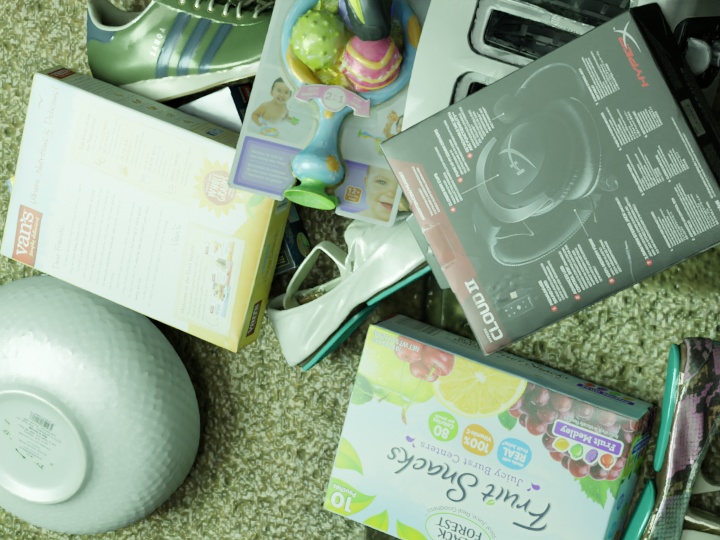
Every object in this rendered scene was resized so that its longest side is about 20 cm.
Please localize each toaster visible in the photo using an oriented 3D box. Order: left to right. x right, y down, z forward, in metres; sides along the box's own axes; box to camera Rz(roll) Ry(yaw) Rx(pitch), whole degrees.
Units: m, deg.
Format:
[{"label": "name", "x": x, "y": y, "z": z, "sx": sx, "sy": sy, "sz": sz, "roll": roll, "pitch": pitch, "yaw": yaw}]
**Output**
[{"label": "toaster", "x": 0.129, "y": -0.130, "z": 1.511, "sx": 0.200, "sy": 0.119, "sz": 0.181, "roll": 20, "pitch": 105, "yaw": 19}]

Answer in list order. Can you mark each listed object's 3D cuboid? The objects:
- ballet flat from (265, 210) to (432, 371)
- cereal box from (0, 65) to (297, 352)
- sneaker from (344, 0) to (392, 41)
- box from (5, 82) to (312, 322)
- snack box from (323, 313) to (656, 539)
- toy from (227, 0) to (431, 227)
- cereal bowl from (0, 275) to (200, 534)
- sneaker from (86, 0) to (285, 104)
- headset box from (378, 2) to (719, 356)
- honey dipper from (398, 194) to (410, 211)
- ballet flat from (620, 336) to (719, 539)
[{"label": "ballet flat", "x": 0.000, "y": 0.000, "z": 1.596, "sx": 0.200, "sy": 0.069, "sz": 0.069, "roll": -39, "pitch": 82, "yaw": 40}, {"label": "cereal box", "x": -0.150, "y": -0.045, "z": 1.639, "sx": 0.200, "sy": 0.040, "sz": 0.144, "roll": 23, "pitch": 113, "yaw": 18}, {"label": "sneaker", "x": 0.032, "y": -0.237, "z": 1.523, "sx": 0.081, "sy": 0.074, "sz": 0.200, "roll": 6, "pitch": 65, "yaw": 13}, {"label": "box", "x": -0.146, "y": -0.037, "z": 1.687, "sx": 0.200, "sy": 0.038, "sz": 0.137, "roll": -20, "pitch": 92, "yaw": 25}, {"label": "snack box", "x": 0.087, "y": 0.129, "z": 1.606, "sx": 0.200, "sy": 0.053, "sz": 0.142, "roll": 19, "pitch": 107, "yaw": 19}, {"label": "toy", "x": -0.009, "y": -0.139, "z": 1.553, "sx": 0.115, "sy": 0.047, "sz": 0.200, "roll": 14, "pitch": 82, "yaw": 1}, {"label": "cereal bowl", "x": -0.222, "y": 0.109, "z": 1.692, "sx": 0.200, "sy": 0.083, "sz": 0.200, "roll": 11, "pitch": 119, "yaw": 20}, {"label": "sneaker", "x": -0.110, "y": -0.173, "z": 1.633, "sx": 0.200, "sy": 0.067, "sz": 0.090, "roll": -12, "pitch": 99, "yaw": 27}, {"label": "headset box", "x": 0.119, "y": -0.051, "z": 1.421, "sx": 0.200, "sy": 0.077, "sz": 0.149, "roll": -28, "pitch": 89, "yaw": 23}, {"label": "honey dipper", "x": 0.018, "y": -0.060, "z": 1.619, "sx": 0.200, "sy": 0.038, "sz": 0.038, "roll": 46, "pitch": 112, "yaw": 6}, {"label": "ballet flat", "x": 0.218, "y": 0.143, "z": 1.552, "sx": 0.071, "sy": 0.069, "sz": 0.200, "roll": 14, "pitch": 104, "yaw": 1}]
